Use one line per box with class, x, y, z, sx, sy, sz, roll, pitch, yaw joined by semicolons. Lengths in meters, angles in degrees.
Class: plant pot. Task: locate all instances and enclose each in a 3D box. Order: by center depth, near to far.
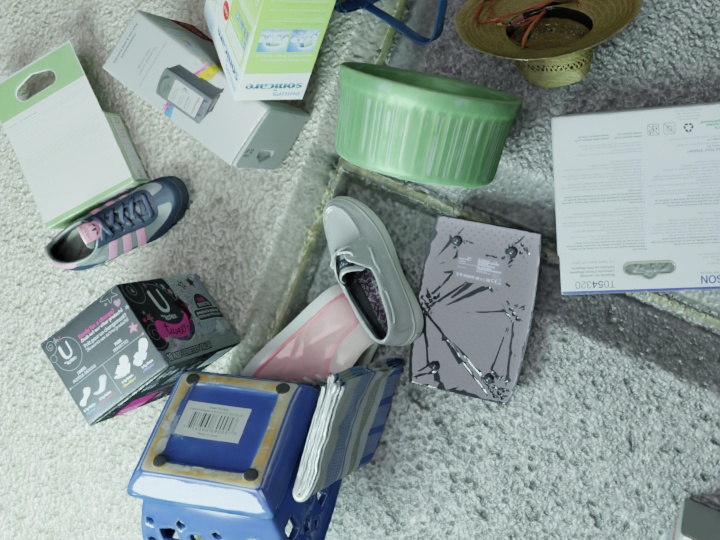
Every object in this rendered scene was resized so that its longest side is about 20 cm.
plant pot;-0.141;0.227;1.208;0.200;0.200;0.180;6;138;16

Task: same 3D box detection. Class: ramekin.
ramekin;0.067;-0.158;1.151;0.200;0.200;0.098;16;106;16

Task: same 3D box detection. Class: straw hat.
straw hat;0.206;-0.246;1.148;0.201;0.201;0.085;-2;131;18

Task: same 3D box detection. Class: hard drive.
hard drive;0.133;0.043;1.221;0.135;0.042;0.200;11;97;17

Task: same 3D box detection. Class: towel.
towel;-0.009;0.174;1.194;0.024;0.200;0.147;20;100;21

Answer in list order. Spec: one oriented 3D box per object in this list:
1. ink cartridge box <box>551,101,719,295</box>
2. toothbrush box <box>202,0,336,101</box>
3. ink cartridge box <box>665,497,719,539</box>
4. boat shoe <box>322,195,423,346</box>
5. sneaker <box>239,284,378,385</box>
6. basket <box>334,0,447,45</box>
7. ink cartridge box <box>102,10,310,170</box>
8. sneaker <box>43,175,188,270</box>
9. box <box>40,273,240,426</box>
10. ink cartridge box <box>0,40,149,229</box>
ink cartridge box;0.312;-0.077;1.155;0.196;0.043;0.200;-2;96;17
toothbrush box;-0.094;-0.301;1.121;0.200;0.086;0.146;115;141;-50
ink cartridge box;0.343;0.360;1.124;0.084;0.145;0.200;23;100;15
boat shoe;0.000;0.000;1.231;0.072;0.069;0.200;-32;72;33
sneaker;-0.062;0.119;1.271;0.200;0.075;0.105;-44;76;12
basket;0.021;-0.362;1.158;0.200;0.139;0.176;38;136;22
ink cartridge box;-0.177;-0.210;1.247;0.200;0.148;0.086;36;104;10
sneaker;-0.308;-0.054;1.334;0.200;0.082;0.070;-31;84;17
box;-0.256;0.085;1.266;0.132;0.200;0.115;-37;84;16
ink cartridge box;-0.377;-0.172;1.366;0.145;0.048;0.200;-25;86;18
